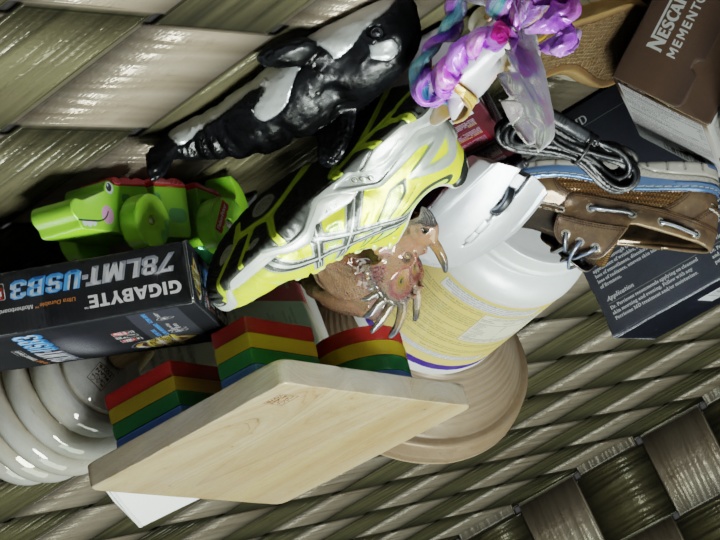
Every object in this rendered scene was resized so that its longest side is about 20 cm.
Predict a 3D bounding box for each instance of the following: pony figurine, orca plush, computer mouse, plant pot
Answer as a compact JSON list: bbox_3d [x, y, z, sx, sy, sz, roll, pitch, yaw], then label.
[{"bbox_3d":[0.094,-0.160,1.478,0.200,0.167,0.193,-45,170,12],"label":"pony figurine"},{"bbox_3d":[-0.041,-0.097,1.581,0.200,0.071,0.105,-26,166,2],"label":"orca plush"},{"bbox_3d":[0.092,-0.046,1.741,0.110,0.044,0.200,23,140,-31],"label":"computer mouse"},{"bbox_3d":[0.051,0.057,2.092,0.201,0.201,0.093,-18,148,-29],"label":"plant pot"}]

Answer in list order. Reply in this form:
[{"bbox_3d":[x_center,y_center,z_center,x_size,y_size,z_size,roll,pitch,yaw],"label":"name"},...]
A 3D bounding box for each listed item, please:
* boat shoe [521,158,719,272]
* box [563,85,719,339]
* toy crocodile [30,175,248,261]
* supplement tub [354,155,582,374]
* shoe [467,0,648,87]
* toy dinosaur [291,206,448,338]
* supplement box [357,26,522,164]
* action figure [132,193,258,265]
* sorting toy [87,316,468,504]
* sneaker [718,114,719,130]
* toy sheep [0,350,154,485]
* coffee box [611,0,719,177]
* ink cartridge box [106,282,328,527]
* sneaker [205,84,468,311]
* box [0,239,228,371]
[{"bbox_3d":[0.168,-0.039,1.816,0.200,0.072,0.072,-3,165,-6],"label":"boat shoe"},{"bbox_3d":[0.261,-0.070,1.987,0.200,0.182,0.104,-30,166,22],"label":"box"},{"bbox_3d":[-0.141,-0.037,1.663,0.068,0.062,0.200,-14,170,37],"label":"toy crocodile"},{"bbox_3d":[0.090,-0.018,1.953,0.145,0.145,0.200,-16,164,-35],"label":"supplement tub"},{"bbox_3d":[0.141,-0.165,1.716,0.200,0.053,0.070,-11,128,-57],"label":"shoe"},{"bbox_3d":[0.000,0.000,1.747,0.086,0.136,0.200,-62,168,-8],"label":"toy dinosaur"},{"bbox_3d":[0.040,-0.099,1.741,0.109,0.061,0.200,-26,166,6],"label":"supplement box"},{"bbox_3d":[-0.093,-0.017,1.825,0.118,0.055,0.200,-34,165,37],"label":"action figure"},{"bbox_3d":[-0.063,0.096,1.784,0.200,0.070,0.199,-30,154,35],"label":"sorting toy"},{"bbox_3d":[0.302,-0.104,1.742,0.106,0.075,0.200,-54,147,-14],"label":"sneaker"},{"bbox_3d":[-0.224,0.090,1.846,0.138,0.138,0.200,-9,157,-49],"label":"toy sheep"},{"bbox_3d":[0.250,-0.149,1.793,0.113,0.080,0.200,-61,165,-3],"label":"coffee box"},{"bbox_3d":[-0.119,0.090,1.950,0.200,0.146,0.085,-25,138,3],"label":"ink cartridge box"},{"bbox_3d":[-0.015,-0.032,1.622,0.200,0.076,0.075,-38,-153,14],"label":"sneaker"},{"bbox_3d":[-0.199,0.030,1.683,0.198,0.050,0.200,-11,172,2],"label":"box"}]
